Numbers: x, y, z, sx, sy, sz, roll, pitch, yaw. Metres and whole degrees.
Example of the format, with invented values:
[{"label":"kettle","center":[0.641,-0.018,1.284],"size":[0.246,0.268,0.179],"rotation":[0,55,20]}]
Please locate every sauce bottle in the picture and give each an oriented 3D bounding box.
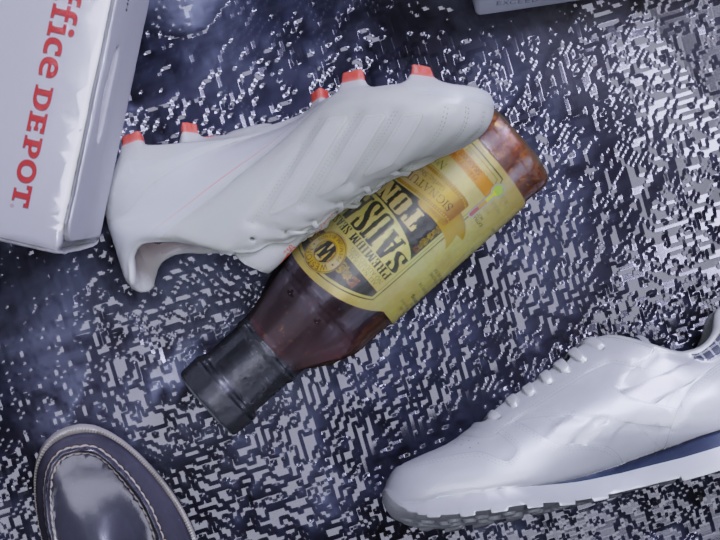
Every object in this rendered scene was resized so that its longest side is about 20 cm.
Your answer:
[{"label":"sauce bottle","center":[0.000,0.000,0.934],"size":[0.200,0.066,0.066],"rotation":[-43,97,-3]}]

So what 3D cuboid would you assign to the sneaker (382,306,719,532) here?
[{"label":"sneaker","center":[0.103,0.078,0.954],"size":[0.199,0.076,0.081],"rotation":[-13,83,-9]}]

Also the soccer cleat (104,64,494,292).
[{"label":"soccer cleat","center":[-0.028,-0.040,0.902],"size":[0.199,0.069,0.078],"rotation":[-12,75,22]}]

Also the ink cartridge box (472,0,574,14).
[{"label":"ink cartridge box","center":[0.150,-0.199,0.875],"size":[0.199,0.200,0.041],"rotation":[-9,63,-4]}]

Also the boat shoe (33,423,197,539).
[{"label":"boat shoe","center":[-0.105,0.171,0.935],"size":[0.072,0.063,0.200],"rotation":[-20,95,-4]}]

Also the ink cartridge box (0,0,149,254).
[{"label":"ink cartridge box","center":[-0.208,-0.100,0.882],"size":[0.199,0.086,0.147],"rotation":[13,92,3]}]
